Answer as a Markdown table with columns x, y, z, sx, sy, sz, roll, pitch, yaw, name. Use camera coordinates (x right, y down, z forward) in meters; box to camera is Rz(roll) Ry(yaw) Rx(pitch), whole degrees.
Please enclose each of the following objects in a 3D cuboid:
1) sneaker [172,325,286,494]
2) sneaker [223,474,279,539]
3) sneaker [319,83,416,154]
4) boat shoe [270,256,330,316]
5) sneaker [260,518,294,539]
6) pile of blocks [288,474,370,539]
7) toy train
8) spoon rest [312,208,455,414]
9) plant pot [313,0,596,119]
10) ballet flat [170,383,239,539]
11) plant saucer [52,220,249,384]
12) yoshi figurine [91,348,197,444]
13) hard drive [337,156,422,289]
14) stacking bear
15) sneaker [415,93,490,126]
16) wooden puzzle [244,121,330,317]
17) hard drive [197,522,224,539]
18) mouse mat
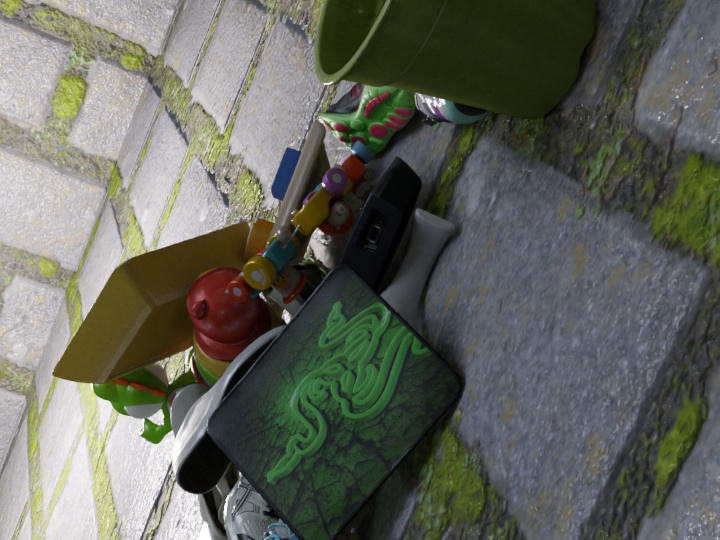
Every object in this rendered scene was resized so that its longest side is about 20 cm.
| x | y | z | sx | sy | sz | roll | pitch | yaw | name |
| --- | --- | --- | --- | --- | --- | --- | --- | --- | --- |
| -0.130 | 0.127 | 1.376 | 0.200 | 0.073 | 0.085 | -50 | 27 | 4 | sneaker |
| -0.086 | 0.208 | 1.350 | 0.088 | 0.075 | 0.202 | -50 | 30 | 36 | sneaker |
| 0.020 | -0.183 | 1.466 | 0.084 | 0.077 | 0.199 | -59 | 18 | -22 | sneaker |
| -0.060 | 0.016 | 1.397 | 0.060 | 0.072 | 0.202 | -51 | -4 | -5 | boat shoe |
| -0.082 | 0.281 | 1.232 | 0.077 | 0.086 | 0.202 | -20 | 47 | 54 | sneaker |
| -0.037 | 0.221 | 1.195 | 0.062 | 0.081 | 0.203 | -25 | 49 | 63 | pile of blocks |
| -0.046 | -0.036 | 1.286 | 0.200 | 0.056 | 0.150 | -49 | 2 | -3 | toy train |
| 0.027 | 0.045 | 1.203 | 0.061 | 0.098 | 0.202 | 101 | -166 | -67 | spoon rest |
| 0.086 | -0.214 | 1.115 | 0.201 | 0.188 | 0.202 | -53 | 25 | 38 | plant pot |
| -0.156 | 0.214 | 1.464 | 0.070 | 0.068 | 0.202 | -101 | 3 | -56 | ballet flat |
| -0.217 | 0.046 | 1.470 | 0.049 | 0.199 | 0.200 | 50 | 129 | 15 | plant saucer |
| -0.214 | 0.151 | 1.562 | 0.113 | 0.198 | 0.113 | -79 | 12 | -48 | yoshi figurine |
| 0.000 | 0.000 | 1.295 | 0.135 | 0.042 | 0.202 | -57 | -8 | -65 | hard drive |
| -0.133 | 0.066 | 1.429 | 0.114 | 0.120 | 0.201 | 61 | 171 | 29 | stacking bear |
| 0.092 | -0.235 | 1.287 | 0.140 | 0.077 | 0.202 | -1 | 70 | 68 | sneaker |
| -0.083 | -0.056 | 1.516 | 0.200 | 0.046 | 0.187 | 89 | -160 | -75 | wooden puzzle |
| -0.170 | 0.382 | 1.480 | 0.133 | 0.026 | 0.200 | -67 | 20 | 12 | hard drive |
| -0.026 | 0.117 | 1.149 | 0.200 | 0.161 | 0.008 | -49 | -21 | 8 | mouse mat |
